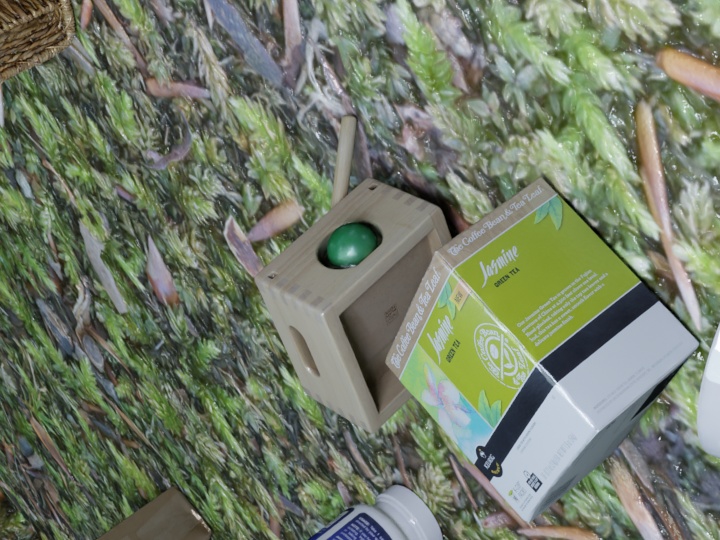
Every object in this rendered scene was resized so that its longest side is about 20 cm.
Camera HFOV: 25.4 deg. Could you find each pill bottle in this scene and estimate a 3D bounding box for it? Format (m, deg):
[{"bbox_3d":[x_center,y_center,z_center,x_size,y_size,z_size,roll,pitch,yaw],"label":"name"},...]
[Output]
[{"bbox_3d":[-0.008,0.337,1.809,0.116,0.199,0.116,40,149,29],"label":"pill bottle"}]

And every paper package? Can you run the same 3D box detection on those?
[{"bbox_3d":[-0.351,0.444,2.474,0.104,0.199,0.191,53,153,6],"label":"paper package"}]

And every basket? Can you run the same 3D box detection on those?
[{"bbox_3d":[-0.432,-0.308,1.813,0.149,0.199,0.143,51,151,14],"label":"basket"}]

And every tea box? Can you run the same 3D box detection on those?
[{"bbox_3d":[0.146,0.070,1.352,0.197,0.133,0.201,48,151,17],"label":"tea box"}]

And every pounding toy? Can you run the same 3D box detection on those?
[{"bbox_3d":[0.000,0.000,1.490,0.142,0.184,0.201,25,148,43],"label":"pounding toy"}]

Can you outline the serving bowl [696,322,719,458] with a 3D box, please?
[{"bbox_3d":[0.293,0.039,1.026,0.065,0.200,0.202,24,140,29],"label":"serving bowl"}]
